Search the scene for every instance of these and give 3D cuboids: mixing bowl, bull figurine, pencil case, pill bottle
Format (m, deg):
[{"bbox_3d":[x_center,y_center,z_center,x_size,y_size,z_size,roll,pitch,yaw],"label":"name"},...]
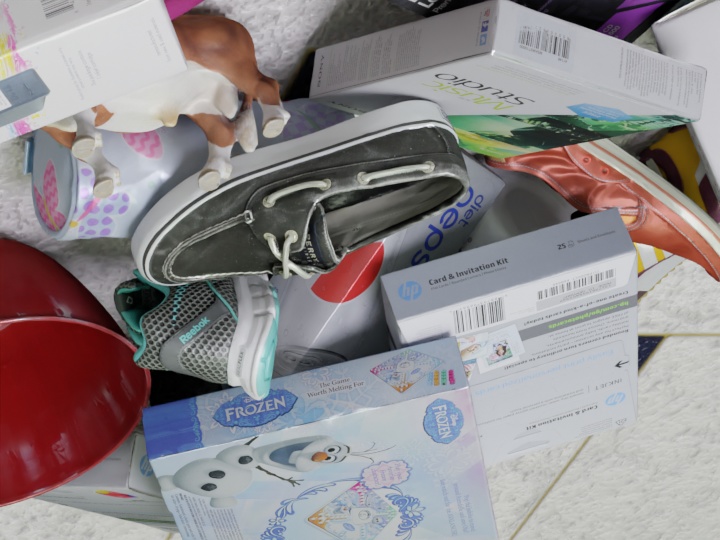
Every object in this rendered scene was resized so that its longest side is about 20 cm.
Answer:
[{"bbox_3d":[-0.239,0.052,1.500,0.200,0.109,0.200,-14,145,-10],"label":"mixing bowl"},{"bbox_3d":[-0.139,-0.099,1.348,0.199,0.122,0.065,-11,142,-26],"label":"bull figurine"},{"bbox_3d":[-0.096,-0.063,1.444,0.199,0.091,0.083,-4,123,-26],"label":"pencil case"},{"bbox_3d":[0.056,0.026,1.626,0.111,0.112,0.200,14,132,-41],"label":"pill bottle"}]

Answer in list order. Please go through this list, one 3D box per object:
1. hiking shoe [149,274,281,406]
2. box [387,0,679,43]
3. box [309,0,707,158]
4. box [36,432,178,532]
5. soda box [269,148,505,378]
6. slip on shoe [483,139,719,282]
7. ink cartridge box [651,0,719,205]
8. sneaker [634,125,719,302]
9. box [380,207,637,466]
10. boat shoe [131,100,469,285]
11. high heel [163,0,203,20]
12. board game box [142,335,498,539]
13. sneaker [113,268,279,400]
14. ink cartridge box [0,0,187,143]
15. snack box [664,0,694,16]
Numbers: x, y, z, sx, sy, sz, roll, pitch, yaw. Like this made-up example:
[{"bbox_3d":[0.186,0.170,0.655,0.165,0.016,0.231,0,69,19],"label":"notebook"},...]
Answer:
[{"bbox_3d":[-0.071,0.050,1.621,0.087,0.075,0.200,7,137,-35],"label":"hiking shoe"},{"bbox_3d":[0.103,-0.183,1.339,0.200,0.036,0.143,18,132,-40],"label":"box"},{"bbox_3d":[0.080,-0.106,1.388,0.144,0.036,0.200,15,170,-28],"label":"box"},{"bbox_3d":[-0.142,0.148,1.669,0.156,0.041,0.200,-3,165,41],"label":"box"},{"bbox_3d":[0.000,0.000,1.535,0.200,0.063,0.068,-55,138,4],"label":"soda box"},{"bbox_3d":[0.163,-0.046,1.563,0.200,0.074,0.061,32,95,-17],"label":"slip on shoe"},{"bbox_3d":[0.239,-0.092,1.463,0.083,0.147,0.200,-23,177,8],"label":"ink cartridge box"},{"bbox_3d":[0.183,-0.037,1.644,0.090,0.075,0.200,3,138,-38],"label":"sneaker"},{"bbox_3d":[0.099,0.052,1.550,0.155,0.041,0.200,-16,144,-4],"label":"box"},{"bbox_3d":[-0.035,-0.032,1.380,0.200,0.064,0.071,-24,141,6],"label":"boat shoe"},{"bbox_3d":[-0.042,-0.183,1.318,0.200,0.068,0.096,-40,134,21],"label":"high heel"},{"bbox_3d":[-0.021,0.131,1.538,0.198,0.043,0.200,-12,145,1],"label":"board game box"},{"bbox_3d":[-0.105,0.010,1.468,0.091,0.200,0.078,5,109,-12],"label":"sneaker"},{"bbox_3d":[-0.204,-0.127,1.264,0.199,0.117,0.067,-21,145,-1],"label":"ink cartridge box"},{"bbox_3d":[0.151,-0.200,1.419,0.199,0.053,0.142,-22,147,2],"label":"snack box"}]
